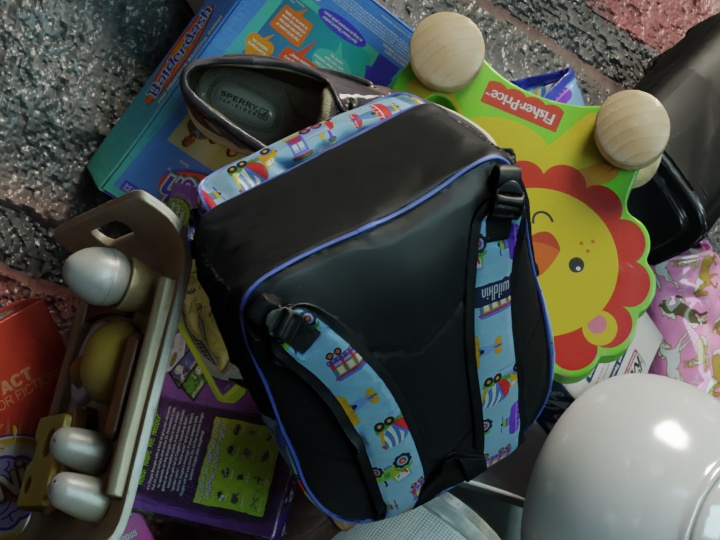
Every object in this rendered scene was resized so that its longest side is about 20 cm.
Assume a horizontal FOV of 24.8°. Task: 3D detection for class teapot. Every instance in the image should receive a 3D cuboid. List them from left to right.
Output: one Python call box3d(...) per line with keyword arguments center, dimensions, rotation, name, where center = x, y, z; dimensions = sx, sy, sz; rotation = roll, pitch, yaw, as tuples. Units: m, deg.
box3d(center=(0.208, 0.171, 1.080), dimensions=(0.196, 0.145, 0.202), rotation=(13, 92, -47), name="teapot")

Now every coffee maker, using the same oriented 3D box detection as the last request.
box3d(center=(0.260, -0.116, 1.295), dimensions=(0.134, 0.193, 0.200), rotation=(36, 51, 11), name="coffee maker")

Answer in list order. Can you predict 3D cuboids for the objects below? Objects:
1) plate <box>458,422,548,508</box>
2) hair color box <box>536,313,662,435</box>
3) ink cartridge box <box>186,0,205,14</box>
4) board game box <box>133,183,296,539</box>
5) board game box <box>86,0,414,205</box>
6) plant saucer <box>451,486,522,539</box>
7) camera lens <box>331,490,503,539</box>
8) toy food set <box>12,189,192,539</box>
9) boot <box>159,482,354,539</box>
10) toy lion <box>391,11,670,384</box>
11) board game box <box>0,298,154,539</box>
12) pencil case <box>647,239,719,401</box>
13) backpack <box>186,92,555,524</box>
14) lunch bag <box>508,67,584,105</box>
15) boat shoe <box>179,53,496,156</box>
box3d(center=(0.081, 0.092, 1.177), dimensions=(0.199, 0.032, 0.201), rotation=(24, 35, -35), name="plate")
box3d(center=(0.129, 0.028, 1.116), dimensions=(0.200, 0.060, 0.101), rotation=(49, 60, -40), name="hair color box")
box3d(center=(-0.079, -0.268, 1.104), dimensions=(0.144, 0.083, 0.201), rotation=(-47, 115, -33), name="ink cartridge box")
box3d(center=(-0.081, 0.053, 0.987), dimensions=(0.032, 0.119, 0.202), rotation=(65, 37, -72), name="board game box")
box3d(center=(-0.059, -0.102, 1.063), dimensions=(0.152, 0.045, 0.201), rotation=(34, 98, -32), name="board game box")
box3d(center=(0.110, 0.204, 1.243), dimensions=(0.199, 0.027, 0.202), rotation=(6, 80, -39), name="plant saucer")
box3d(center=(0.003, 0.242, 1.063), dimensions=(0.200, 0.159, 0.161), rotation=(-47, 113, -33), name="camera lens")
box3d(center=(-0.164, 0.063, 0.906), dimensions=(0.060, 0.143, 0.202), rotation=(21, 72, -26), name="toy food set")
box3d(center=(-0.064, 0.120, 1.064), dimensions=(0.166, 0.200, 0.073), rotation=(-34, 117, 1), name="boot")
box3d(center=(0.092, -0.034, 1.005), dimensions=(0.199, 0.069, 0.193), rotation=(24, 80, 8), name="toy lion")
box3d(center=(-0.215, 0.140, 0.973), dimensions=(0.153, 0.040, 0.201), rotation=(-33, 106, -37), name="board game box")
box3d(center=(0.269, 0.076, 1.353), dimensions=(0.086, 0.082, 0.202), rotation=(-13, 92, -38), name="pencil case")
box3d(center=(0.012, 0.029, 0.902), dimensions=(0.182, 0.135, 0.201), rotation=(-28, 128, -13), name="backpack")
box3d(center=(0.107, -0.028, 1.181), dimensions=(0.200, 0.093, 0.152), rotation=(-54, 128, -47), name="lunch bag")
box3d(center=(-0.016, -0.082, 0.967), dimensions=(0.065, 0.198, 0.073), rotation=(3, 106, -79), name="boat shoe")
